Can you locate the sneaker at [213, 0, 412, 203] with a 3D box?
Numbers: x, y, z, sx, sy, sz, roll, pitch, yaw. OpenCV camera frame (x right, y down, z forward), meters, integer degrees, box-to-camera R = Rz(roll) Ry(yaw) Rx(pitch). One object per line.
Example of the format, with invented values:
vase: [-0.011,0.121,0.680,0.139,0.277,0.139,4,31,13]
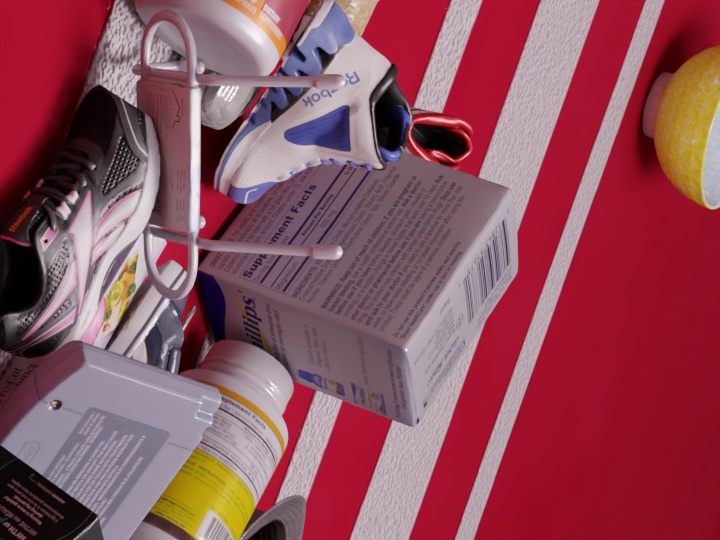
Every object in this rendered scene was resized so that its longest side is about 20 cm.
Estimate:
sneaker: [-0.028,-0.104,1.670,0.200,0.115,0.081,-53,-176,44]

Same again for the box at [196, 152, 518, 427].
box: [0.000,0.000,1.786,0.184,0.199,0.105,-54,152,-31]

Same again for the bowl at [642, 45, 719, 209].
bowl: [0.399,-0.182,2.600,0.200,0.107,0.202,-44,144,-45]

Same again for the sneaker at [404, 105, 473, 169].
sneaker: [0.052,-0.100,1.924,0.200,0.115,0.079,18,92,-66]

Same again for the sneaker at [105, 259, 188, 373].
sneaker: [-0.171,0.092,1.620,0.201,0.079,0.078,-58,-169,-15]

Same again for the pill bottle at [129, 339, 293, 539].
pill bottle: [-0.128,0.156,1.732,0.110,0.108,0.201,77,34,-50]

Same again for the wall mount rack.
wall mount rack: [-0.092,-0.078,1.517,0.074,0.173,0.202,-9,104,-39]

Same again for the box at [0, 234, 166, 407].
box: [-0.207,0.045,1.578,0.201,0.041,0.039,-60,153,-20]

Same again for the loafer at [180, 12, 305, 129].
loafer: [-0.076,-0.199,1.650,0.201,0.070,0.070,-59,159,-7]

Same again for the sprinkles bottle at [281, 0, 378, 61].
sprinkles bottle: [-0.003,-0.253,1.754,0.201,0.068,0.068,-66,155,-12]

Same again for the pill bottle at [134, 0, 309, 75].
pill bottle: [-0.071,-0.248,1.563,0.201,0.112,0.113,-64,155,-15]

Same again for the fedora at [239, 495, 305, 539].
fedora: [-0.130,0.255,1.834,0.177,0.090,0.201,-39,149,-46]

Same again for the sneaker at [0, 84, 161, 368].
sneaker: [-0.202,-0.031,1.495,0.086,0.080,0.202,21,82,-54]

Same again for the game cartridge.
game cartridge: [-0.201,0.137,1.522,0.133,0.041,0.200,19,120,-33]

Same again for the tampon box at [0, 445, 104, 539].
tampon box: [-0.273,0.223,1.393,0.200,0.149,0.127,-39,141,-28]

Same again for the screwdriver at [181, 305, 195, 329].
screwdriver: [-0.179,0.113,1.707,0.201,0.028,0.029,-61,-175,-22]
